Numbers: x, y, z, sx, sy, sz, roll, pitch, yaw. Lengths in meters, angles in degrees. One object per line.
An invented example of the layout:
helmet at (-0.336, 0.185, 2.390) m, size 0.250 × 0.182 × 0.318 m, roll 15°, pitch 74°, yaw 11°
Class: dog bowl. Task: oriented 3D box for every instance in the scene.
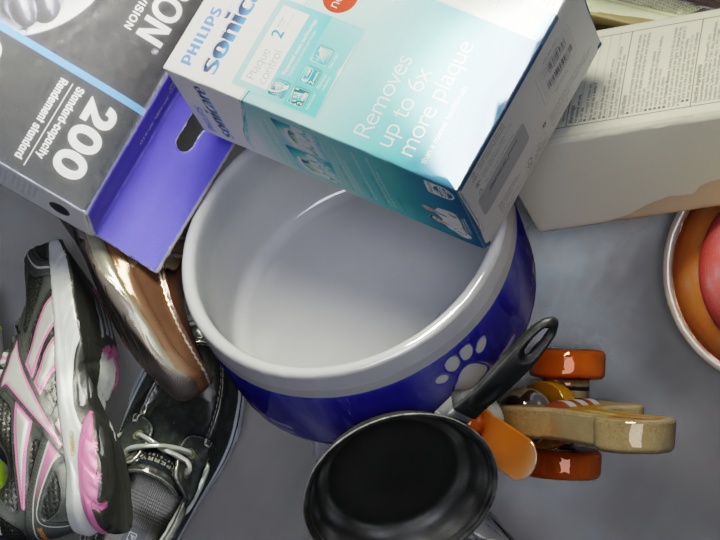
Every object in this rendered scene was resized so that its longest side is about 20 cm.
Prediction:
dog bowl at (0.000, 0.000, 1.630) m, size 0.200 × 0.079 × 0.200 m, roll -11°, pitch 52°, yaw 14°

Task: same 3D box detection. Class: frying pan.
frying pan at (0.031, 0.093, 1.567) m, size 0.115 × 0.031 × 0.190 m, roll 5°, pitch 123°, yaw -18°

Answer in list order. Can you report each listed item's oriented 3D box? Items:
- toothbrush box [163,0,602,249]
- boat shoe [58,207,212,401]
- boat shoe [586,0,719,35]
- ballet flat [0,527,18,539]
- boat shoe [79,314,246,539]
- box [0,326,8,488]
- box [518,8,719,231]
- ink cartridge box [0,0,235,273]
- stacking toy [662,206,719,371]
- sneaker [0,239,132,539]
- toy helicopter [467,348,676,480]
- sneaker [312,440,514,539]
toothbrush box at (0.013, -0.123, 1.580) m, size 0.200 × 0.085 × 0.147 m, roll 24°, pitch 74°, yaw 24°
boat shoe at (-0.133, -0.017, 1.673) m, size 0.072 × 0.076 × 0.200 m, roll -26°, pitch 75°, yaw -9°
boat shoe at (0.198, -0.155, 1.683) m, size 0.200 × 0.072 × 0.066 m, roll 11°, pitch 67°, yaw 0°
ballet flat at (-0.265, 0.164, 1.645) m, size 0.199 × 0.073 × 0.073 m, roll -2°, pitch 90°, yaw 3°
boat shoe at (-0.120, 0.123, 1.686) m, size 0.072 × 0.071 × 0.200 m, roll 18°, pitch 89°, yaw 1°
box at (-0.274, 0.116, 1.700) m, size 0.122 × 0.048 × 0.201 m, roll -6°, pitch 90°, yaw 1°
box at (0.187, -0.092, 1.628) m, size 0.200 × 0.078 × 0.095 m, roll -7°, pitch 46°, yaw 26°
ink cartridge box at (-0.153, -0.132, 1.631) m, size 0.200 × 0.043 × 0.198 m, roll 31°, pitch 76°, yaw -5°
stacking toy at (0.258, -0.001, 1.618) m, size 0.146 × 0.200 × 0.147 m, roll 0°, pitch 90°, yaw 0°
sneaker at (-0.194, 0.072, 1.651) m, size 0.086 × 0.080 × 0.200 m, roll -15°, pitch 52°, yaw 8°
toy helicopter at (0.113, 0.087, 1.618) m, size 0.132 × 0.200 × 0.079 m, roll 3°, pitch 90°, yaw -24°
sneaker at (0.047, 0.159, 1.663) m, size 0.075 × 0.115 × 0.200 m, roll -41°, pitch 89°, yaw 0°
